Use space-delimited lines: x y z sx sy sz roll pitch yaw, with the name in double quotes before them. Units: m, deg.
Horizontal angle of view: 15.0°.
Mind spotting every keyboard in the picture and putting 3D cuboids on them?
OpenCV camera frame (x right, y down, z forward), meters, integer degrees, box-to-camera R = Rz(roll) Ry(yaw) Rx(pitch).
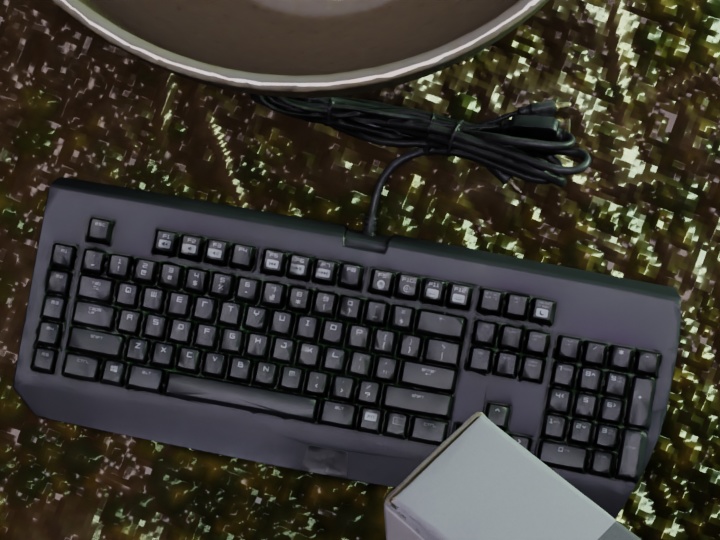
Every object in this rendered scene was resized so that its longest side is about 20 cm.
"keyboard" 0.000 0.000 0.844 0.199 0.021 0.128 10 83 3

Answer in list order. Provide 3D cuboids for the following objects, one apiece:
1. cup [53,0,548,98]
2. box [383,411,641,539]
"cup" -0.014 -0.137 0.800 0.200 0.143 0.201 0 82 1
"box" 0.093 0.144 0.727 0.200 0.156 0.041 38 67 24
